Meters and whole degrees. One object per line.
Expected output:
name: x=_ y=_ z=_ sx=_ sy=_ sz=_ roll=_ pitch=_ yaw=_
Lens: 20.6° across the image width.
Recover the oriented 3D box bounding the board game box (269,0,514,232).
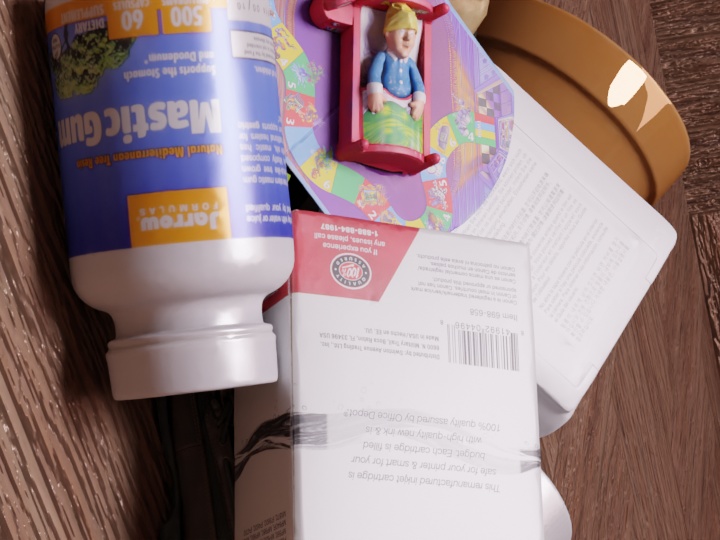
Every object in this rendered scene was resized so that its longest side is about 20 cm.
board game box: x=0.013 y=-0.113 z=1.103 sx=0.158 sy=0.039 sz=0.200 roll=-44 pitch=103 yaw=-31

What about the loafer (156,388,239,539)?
loafer: x=-0.069 y=0.104 z=1.061 sx=0.072 sy=0.062 sz=0.202 roll=39 pitch=47 yaw=-65

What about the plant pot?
plant pot: x=0.121 y=-0.083 z=1.445 sx=0.140 sy=0.199 sz=0.200 roll=-52 pitch=145 yaw=-17

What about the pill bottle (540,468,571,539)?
pill bottle: x=0.023 y=0.185 z=1.108 sx=0.200 sy=0.109 sz=0.110 roll=-40 pitch=129 yaw=-28

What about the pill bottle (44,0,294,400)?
pill bottle: x=-0.090 y=-0.041 z=0.963 sx=0.112 sy=0.111 sz=0.202 roll=3 pitch=80 yaw=-73

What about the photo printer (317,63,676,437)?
photo printer: x=0.076 y=-0.024 z=1.185 sx=0.200 sy=0.069 sz=0.167 roll=40 pitch=60 yaw=-10

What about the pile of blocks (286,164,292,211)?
pile of blocks: x=-0.051 y=-0.015 z=1.112 sx=0.082 sy=0.062 sz=0.200 roll=-48 pitch=145 yaw=-14

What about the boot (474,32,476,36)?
boot: x=0.023 y=-0.096 z=1.368 sx=0.131 sy=0.067 sz=0.200 roll=-58 pitch=-173 yaw=34

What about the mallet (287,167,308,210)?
mallet: x=-0.049 y=-0.111 z=1.273 sx=0.201 sy=0.041 sz=0.066 roll=-80 pitch=156 yaw=-55

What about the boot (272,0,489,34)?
boot: x=-0.005 y=-0.146 z=1.187 sx=0.199 sy=0.066 sz=0.177 roll=0 pitch=99 yaw=-44

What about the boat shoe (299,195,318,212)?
boat shoe: x=0.000 y=0.000 z=1.335 sx=0.201 sy=0.073 sz=0.061 roll=62 pitch=30 yaw=-32

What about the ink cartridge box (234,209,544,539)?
ink cartridge box: x=0.013 y=0.084 z=1.025 sx=0.084 sy=0.143 sz=0.202 roll=145 pitch=-52 yaw=-58
